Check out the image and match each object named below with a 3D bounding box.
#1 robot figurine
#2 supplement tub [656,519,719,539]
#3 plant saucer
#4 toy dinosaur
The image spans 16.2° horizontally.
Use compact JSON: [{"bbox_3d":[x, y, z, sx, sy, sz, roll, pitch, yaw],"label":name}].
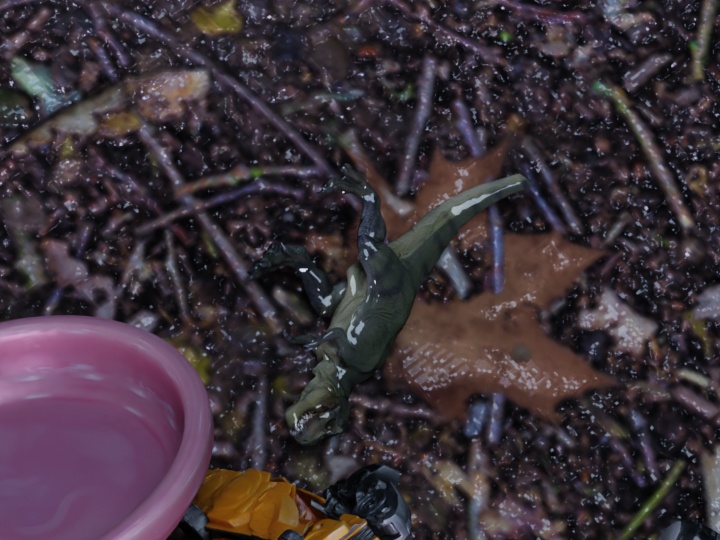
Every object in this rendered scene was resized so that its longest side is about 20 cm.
[{"bbox_3d":[-0.050,0.144,1.164,0.145,0.200,0.058,-44,111,-20],"label":"robot figurine"},{"bbox_3d":[0.208,0.218,1.213,0.200,0.123,0.123,31,67,5],"label":"supplement tub"},{"bbox_3d":[-0.165,0.101,1.201,0.200,0.051,0.201,-8,36,6],"label":"plant saucer"},{"bbox_3d":[0.000,0.000,1.311,0.088,0.047,0.200,41,67,-7],"label":"toy dinosaur"}]
